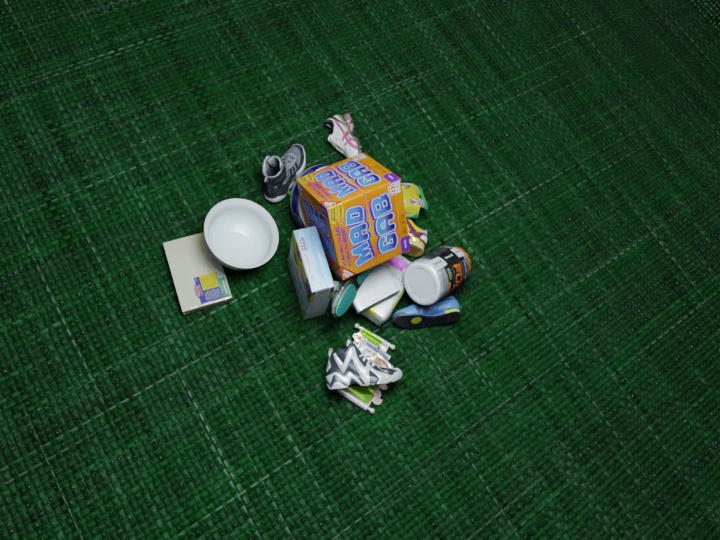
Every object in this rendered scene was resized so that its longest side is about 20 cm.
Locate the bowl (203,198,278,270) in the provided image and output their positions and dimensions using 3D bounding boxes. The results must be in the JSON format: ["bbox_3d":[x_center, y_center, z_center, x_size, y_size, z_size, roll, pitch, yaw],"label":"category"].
[{"bbox_3d":[-0.321,-0.080,1.570,0.197,0.090,0.205,12,60,-21],"label":"bowl"}]

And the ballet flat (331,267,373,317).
[{"bbox_3d":[-0.032,0.031,1.519,0.074,0.074,0.201,35,63,4],"label":"ballet flat"}]

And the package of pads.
[{"bbox_3d":[0.049,0.033,1.628,0.153,0.068,0.201,33,65,4],"label":"package of pads"}]

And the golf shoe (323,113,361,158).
[{"bbox_3d":[-0.050,-0.378,1.781,0.090,0.073,0.203,-13,61,-11],"label":"golf shoe"}]

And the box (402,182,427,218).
[{"bbox_3d":[0.092,-0.208,1.729,0.196,0.049,0.119,2,43,-9],"label":"box"}]

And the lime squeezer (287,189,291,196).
[{"bbox_3d":[-0.127,-0.167,1.698,0.196,0.038,0.071,20,33,-3],"label":"lime squeezer"}]

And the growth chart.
[{"bbox_3d":[0.015,0.256,1.554,0.143,0.018,0.203,24,65,-2],"label":"growth chart"}]

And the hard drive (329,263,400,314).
[{"bbox_3d":[0.000,0.000,1.581,0.130,0.026,0.202,-25,71,-18],"label":"hard drive"}]

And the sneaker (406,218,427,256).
[{"bbox_3d":[0.098,-0.116,1.705,0.197,0.075,0.091,26,56,-8],"label":"sneaker"}]

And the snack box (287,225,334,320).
[{"bbox_3d":[-0.130,0.011,1.522,0.066,0.201,0.171,-13,69,-16],"label":"snack box"}]

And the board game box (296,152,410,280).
[{"bbox_3d":[-0.017,-0.140,1.489,0.197,0.203,0.200,-23,36,-17],"label":"board game box"}]

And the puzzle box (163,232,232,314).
[{"bbox_3d":[-0.426,0.004,1.558,0.131,0.025,0.203,-15,72,-19],"label":"puzzle box"}]

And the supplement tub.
[{"bbox_3d":[0.214,0.007,1.616,0.123,0.123,0.199,51,41,11],"label":"supplement tub"}]

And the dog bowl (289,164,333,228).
[{"bbox_3d":[-0.089,-0.187,1.630,0.196,0.079,0.205,-5,102,-22],"label":"dog bowl"}]

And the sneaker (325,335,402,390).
[{"bbox_3d":[0.005,0.227,1.509,0.195,0.080,0.132,-6,78,-4],"label":"sneaker"}]

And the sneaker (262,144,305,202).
[{"bbox_3d":[-0.215,-0.298,1.677,0.074,0.114,0.202,19,65,13],"label":"sneaker"}]

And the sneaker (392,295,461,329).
[{"bbox_3d":[0.176,0.107,1.632,0.196,0.067,0.079,-6,53,-14],"label":"sneaker"}]
